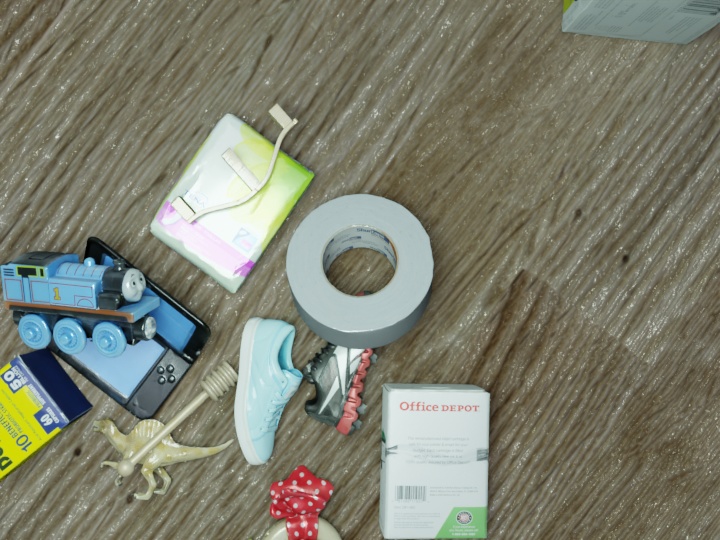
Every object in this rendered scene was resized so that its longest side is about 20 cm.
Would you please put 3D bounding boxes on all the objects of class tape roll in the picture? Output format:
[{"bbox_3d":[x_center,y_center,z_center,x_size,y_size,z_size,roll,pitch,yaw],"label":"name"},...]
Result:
[{"bbox_3d":[0.000,0.000,0.983,0.196,0.066,0.204,-1,66,3],"label":"tape roll"}]

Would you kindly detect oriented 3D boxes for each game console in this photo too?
[{"bbox_3d":[-0.320,0.084,0.971,0.199,0.116,0.177,38,87,-3],"label":"game console"}]

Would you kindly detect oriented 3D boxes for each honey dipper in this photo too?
[{"bbox_3d":[-0.249,0.203,0.989,0.200,0.038,0.038,-42,93,-19],"label":"honey dipper"}]

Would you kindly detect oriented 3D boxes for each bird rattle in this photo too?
[{"bbox_3d":[-0.093,0.390,1.017,0.163,0.112,0.201,43,74,-15],"label":"bird rattle"}]

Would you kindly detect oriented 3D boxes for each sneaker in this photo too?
[{"bbox_3d":[-0.029,0.123,1.015,0.096,0.071,0.204,14,90,-6],"label":"sneaker"},{"bbox_3d":[-0.122,0.167,0.997,0.081,0.074,0.204,0,90,22],"label":"sneaker"}]

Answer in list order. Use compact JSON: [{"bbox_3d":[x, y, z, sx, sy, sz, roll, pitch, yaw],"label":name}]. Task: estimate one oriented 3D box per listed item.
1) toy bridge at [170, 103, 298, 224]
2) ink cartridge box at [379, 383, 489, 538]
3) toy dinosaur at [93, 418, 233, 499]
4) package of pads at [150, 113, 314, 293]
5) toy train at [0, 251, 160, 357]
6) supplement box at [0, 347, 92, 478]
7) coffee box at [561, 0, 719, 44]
[{"bbox_3d":[-0.156,-0.132,0.961,0.200,0.027,0.067,-44,97,-5],"label":"toy bridge"},{"bbox_3d":[0.101,0.262,1.018,0.143,0.084,0.204,2,89,-5],"label":"ink cartridge box"},{"bbox_3d":[-0.282,0.259,1.002,0.196,0.058,0.103,13,88,-4],"label":"toy dinosaur"},{"bbox_3d":[-0.179,-0.095,1.007,0.154,0.068,0.201,35,86,-5],"label":"package of pads"},{"bbox_3d":[-0.347,0.039,0.904,0.196,0.087,0.116,5,108,14],"label":"toy train"},{"bbox_3d":[-0.479,0.211,0.961,0.199,0.110,0.109,-39,92,-3],"label":"supplement box"},{"bbox_3d":[0.404,-0.445,0.987,0.196,0.200,0.202,4,89,-4],"label":"coffee box"}]
